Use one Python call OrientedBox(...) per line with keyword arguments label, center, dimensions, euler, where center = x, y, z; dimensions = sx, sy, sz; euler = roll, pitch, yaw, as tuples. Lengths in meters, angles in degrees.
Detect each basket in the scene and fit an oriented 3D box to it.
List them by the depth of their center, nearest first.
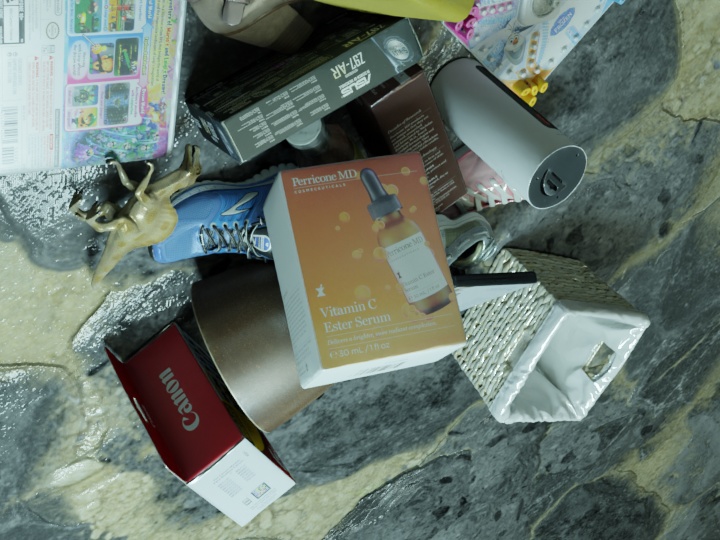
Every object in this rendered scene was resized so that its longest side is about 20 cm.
OrientedBox(label="basket", center=(0.260, 0.093, 1.489), dimensions=(0.199, 0.161, 0.199), euler=(6, 122, -41))

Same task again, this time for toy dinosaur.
OrientedBox(label="toy dinosaur", center=(-0.234, -0.047, 1.040), dimensions=(0.101, 0.058, 0.200), euler=(27, 112, -43))

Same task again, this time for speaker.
OrientedBox(label="speaker", center=(0.159, -0.154, 1.158), dimensions=(0.081, 0.200, 0.082), euler=(-21, 137, -21))

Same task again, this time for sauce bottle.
OrientedBox(label="sauce bottle", center=(-0.034, -0.121, 1.096), dimensions=(0.066, 0.066, 0.200), euler=(-40, 162, 0))

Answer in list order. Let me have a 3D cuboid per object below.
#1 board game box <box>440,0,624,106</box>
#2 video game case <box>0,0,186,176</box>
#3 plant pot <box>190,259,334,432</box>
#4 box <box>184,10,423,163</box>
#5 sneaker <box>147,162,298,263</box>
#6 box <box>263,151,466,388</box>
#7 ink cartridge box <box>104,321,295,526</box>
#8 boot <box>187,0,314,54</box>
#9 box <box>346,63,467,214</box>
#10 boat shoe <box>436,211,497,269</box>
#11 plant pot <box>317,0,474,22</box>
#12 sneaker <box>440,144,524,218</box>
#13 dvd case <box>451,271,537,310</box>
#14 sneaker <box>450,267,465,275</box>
OrientedBox(label="board game box", center=(0.212, -0.309, 1.195), dimensions=(0.200, 0.026, 0.200), euler=(-48, 139, 10))
OrientedBox(label="video game case", center=(-0.252, -0.184, 0.956), dimensions=(0.181, 0.024, 0.201), euler=(-11, 131, -30))
OrientedBox(label="plant pot", center=(-0.056, 0.050, 1.161), dimensions=(0.199, 0.187, 0.187), euler=(-28, 140, 3))
OrientedBox(label="box", center=(-0.058, -0.182, 0.998), dimensions=(0.199, 0.160, 0.044), euler=(-32, 114, -11))
OrientedBox(label="sneaker", center=(-0.130, -0.052, 1.116), dimensions=(0.199, 0.089, 0.079), euler=(-21, 136, -18))
OrientedBox(label="box", center=(0.000, 0.000, 1.044), dimensions=(0.151, 0.201, 0.106), euler=(-10, 168, -16))
OrientedBox(label="ink cartridge box", center=(-0.184, 0.164, 1.182), dimensions=(0.084, 0.200, 0.176), euler=(-38, 141, -3))
OrientedBox(label="boot", center=(-0.073, -0.298, 0.951), dimensions=(0.146, 0.070, 0.201), euler=(32, 90, -42))
OrientedBox(label="box", center=(0.044, -0.154, 1.149), dimensions=(0.075, 0.100, 0.200), euler=(-34, 139, -7))
OrientedBox(label="boat shoe", center=(0.114, -0.025, 1.240), dimensions=(0.074, 0.065, 0.202), euler=(-39, 164, 19))
OrientedBox(label="plant pot", center=(0.014, -0.309, 0.866), dimensions=(0.176, 0.199, 0.201), euler=(24, 86, -47))
OrientedBox(label="sneaker", center=(0.165, -0.108, 1.280), dimensions=(0.200, 0.105, 0.075), euler=(-40, 141, 2))
OrientedBox(label="dvd case", center=(0.109, 0.037, 1.340), dimensions=(0.142, 0.018, 0.200), euler=(-3, 166, -37))
OrientedBox(label="sneaker", center=(0.065, -0.012, 1.329), dimensions=(0.083, 0.081, 0.199), euler=(-13, 170, 38))
